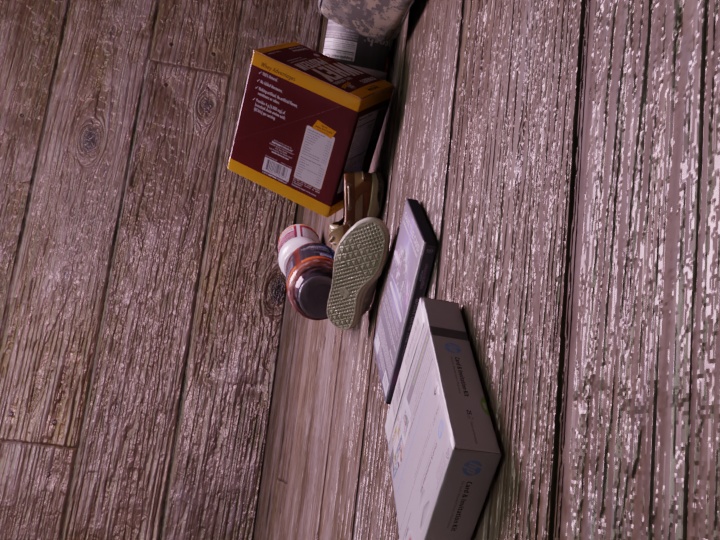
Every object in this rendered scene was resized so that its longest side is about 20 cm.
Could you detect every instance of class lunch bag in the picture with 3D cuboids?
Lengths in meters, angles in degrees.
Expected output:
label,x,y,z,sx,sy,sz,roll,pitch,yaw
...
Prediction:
label,x,y,z,sx,sy,sz,roll,pitch,yaw
lunch bag,0.032,-0.457,1.221,0.200,0.138,0.169,132,161,-74

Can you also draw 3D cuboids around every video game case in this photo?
label,x,y,z,sx,sy,sz,roll,pitch,yaw
video game case,0.049,0.034,0.983,0.143,0.019,0.202,-102,23,-66

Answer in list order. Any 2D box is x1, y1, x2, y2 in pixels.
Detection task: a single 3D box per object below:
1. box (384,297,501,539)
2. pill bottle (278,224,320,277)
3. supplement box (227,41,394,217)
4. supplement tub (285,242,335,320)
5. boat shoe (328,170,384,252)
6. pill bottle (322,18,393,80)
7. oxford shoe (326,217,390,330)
label,x,y,z,sx,sy,sz,roll,pitch,yaw
box,0.062,0.142,0.712,0.201,0.041,0.157,-95,15,-60
pill bottle,-0.146,-0.038,2.042,0.200,0.108,0.111,-107,27,-71
supplement box,-0.081,-0.230,1.343,0.133,0.196,0.202,-38,-29,-58
supplement tub,-0.075,0.021,1.431,0.200,0.106,0.108,-113,33,-76
boat shoe,-0.014,-0.057,1.301,0.076,0.073,0.202,-127,46,-78
pill bottle,-0.003,-0.377,1.407,0.116,0.115,0.202,-117,36,-75
oxford shoe,0.000,0.000,1.203,0.058,0.075,0.201,-38,-26,-45
